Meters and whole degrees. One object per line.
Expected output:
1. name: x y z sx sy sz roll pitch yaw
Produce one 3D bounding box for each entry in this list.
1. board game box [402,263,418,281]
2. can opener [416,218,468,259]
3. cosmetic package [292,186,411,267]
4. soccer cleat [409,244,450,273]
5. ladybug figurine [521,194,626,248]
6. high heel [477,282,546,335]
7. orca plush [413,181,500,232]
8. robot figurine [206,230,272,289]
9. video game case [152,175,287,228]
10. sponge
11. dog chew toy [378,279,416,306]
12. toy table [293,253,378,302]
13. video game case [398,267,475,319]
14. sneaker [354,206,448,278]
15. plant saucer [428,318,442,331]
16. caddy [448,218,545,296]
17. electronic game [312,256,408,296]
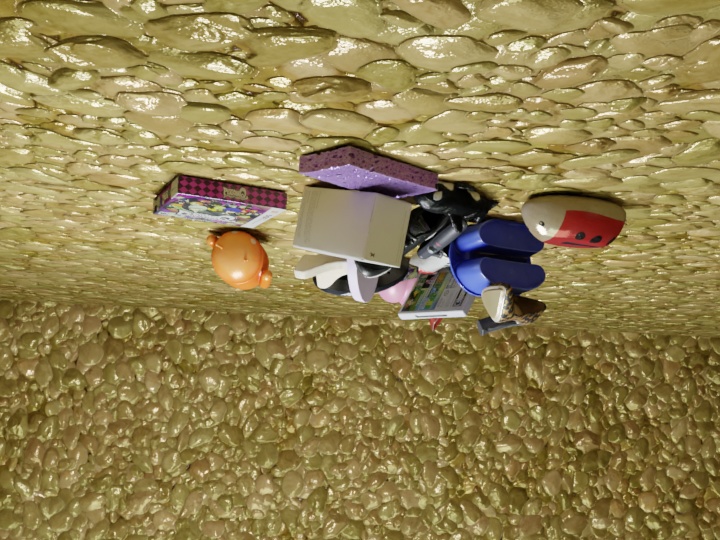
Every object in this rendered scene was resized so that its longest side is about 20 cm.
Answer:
1. board game box: 0.017 -0.010 1.841 0.119 0.033 0.198 -17 -155 -37
2. can opener: 0.153 -0.068 1.602 0.078 0.064 0.200 27 160 -15
3. cosmetic package: -0.017 -0.073 1.391 0.084 0.110 0.198 12 -179 -40
4. soccer cleat: 0.178 -0.038 1.841 0.198 0.070 0.085 -6 156 40
5. ladybug figurine: 0.368 -0.081 1.463 0.196 0.073 0.136 5 171 -18
6. high heel: 0.297 0.053 1.586 0.140 0.072 0.201 -17 157 -10
7. orca plush: 0.157 -0.096 1.427 0.104 0.073 0.199 -3 170 31
8. robot figurine: -0.263 -0.022 1.881 0.115 0.146 0.200 -20 170 0
9. video game case: -0.252 -0.119 1.517 0.197 0.037 0.181 7 169 -26
10. sponge: 0.015 -0.145 1.293 0.110 0.030 0.198 -5 170 44
11. dog chew toy: 0.096 0.029 2.116 0.196 0.127 0.124 12 169 -12
12. toy table: -0.034 -0.041 1.570 0.115 0.203 0.184 10 -152 19
13. video game case: 0.192 0.024 1.862 0.180 0.201 0.022 -6 133 44
14. sneaker: 0.074 -0.065 1.473 0.199 0.076 0.087 -37 -178 -27
15. plant saucer: 0.230 0.055 2.130 0.037 0.200 0.200 38 176 8
16. caddy: 0.265 -0.020 1.657 0.197 0.144 0.105 8 167 -27
17. electronic game: 0.000 0.000 1.721 0.196 0.042 0.201 -6 -155 3
